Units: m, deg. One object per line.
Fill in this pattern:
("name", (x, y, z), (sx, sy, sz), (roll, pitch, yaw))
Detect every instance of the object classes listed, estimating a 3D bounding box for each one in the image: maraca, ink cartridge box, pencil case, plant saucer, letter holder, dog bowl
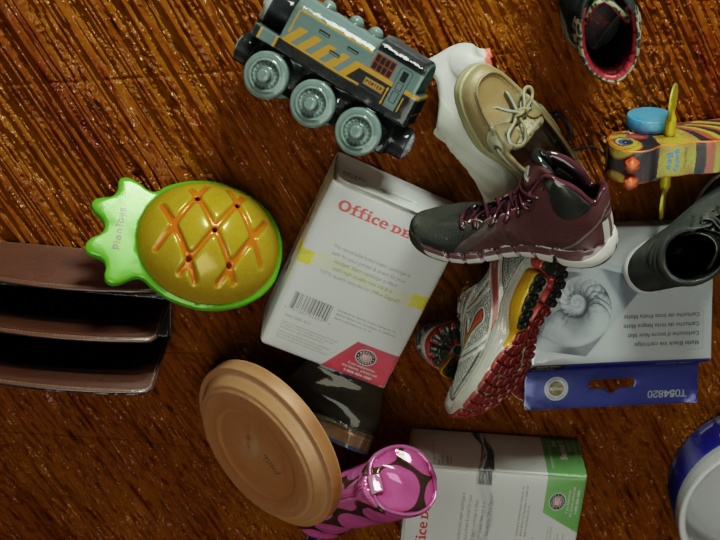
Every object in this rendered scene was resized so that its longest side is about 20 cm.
("maraca", (-0.177, -0.029, 1.262), (0.198, 0.138, 0.107), (9, 158, -13))
("ink cartridge box", (0.267, 0.050, 1.292), (0.198, 0.041, 0.202), (-3, 100, -5))
("pencil case", (-0.004, 0.245, 1.355), (0.093, 0.092, 0.200), (12, 155, -28))
("plant saucer", (-0.103, 0.189, 1.326), (0.199, 0.032, 0.201), (28, 136, 30))
("ink cartridge box", (0.000, 0.000, 1.293), (0.144, 0.084, 0.201), (22, 114, -10))
("letter holder", (-0.306, 0.051, 1.294), (0.198, 0.142, 0.101), (5, 116, -1))
("ink cartridge box", (0.146, 0.266, 1.416), (0.198, 0.084, 0.147), (5, 115, -1))
("dog bowl", (0.453, 0.258, 1.408), (0.198, 0.079, 0.202), (1, 116, 2))

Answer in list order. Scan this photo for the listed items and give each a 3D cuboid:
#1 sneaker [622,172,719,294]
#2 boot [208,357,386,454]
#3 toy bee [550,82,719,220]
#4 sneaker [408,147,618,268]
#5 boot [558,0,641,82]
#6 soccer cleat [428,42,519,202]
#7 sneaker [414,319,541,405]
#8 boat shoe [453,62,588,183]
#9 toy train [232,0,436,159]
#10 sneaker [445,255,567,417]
("sneaker", (0.356, -0.044, 1.218), (0.199, 0.099, 0.071), (-37, 96, -5))
("boot", (-0.063, 0.118, 1.376), (0.199, 0.075, 0.098), (25, 89, 1))
("toy bee", (0.282, -0.107, 1.222), (0.199, 0.109, 0.132), (-20, 115, 11))
("sneaker", (0.139, -0.067, 1.152), (0.198, 0.076, 0.116), (2, 136, 12))
("boot", (0.212, -0.279, 1.113), (0.073, 0.154, 0.205), (-7, 116, 5))
("soccer cleat", (0.116, -0.128, 1.242), (0.077, 0.069, 0.201), (-14, 108, 14))
("sneaker", (0.149, 0.090, 1.345), (0.199, 0.082, 0.078), (20, 91, -23))
("boat shoe", (0.167, -0.119, 1.184), (0.200, 0.063, 0.073), (45, 74, -24))
("toy train", (-0.023, -0.191, 1.192), (0.199, 0.085, 0.114), (32, 103, 6))
("sneaker", (0.134, 0.058, 1.247), (0.078, 0.082, 0.201), (5, 113, -52))
